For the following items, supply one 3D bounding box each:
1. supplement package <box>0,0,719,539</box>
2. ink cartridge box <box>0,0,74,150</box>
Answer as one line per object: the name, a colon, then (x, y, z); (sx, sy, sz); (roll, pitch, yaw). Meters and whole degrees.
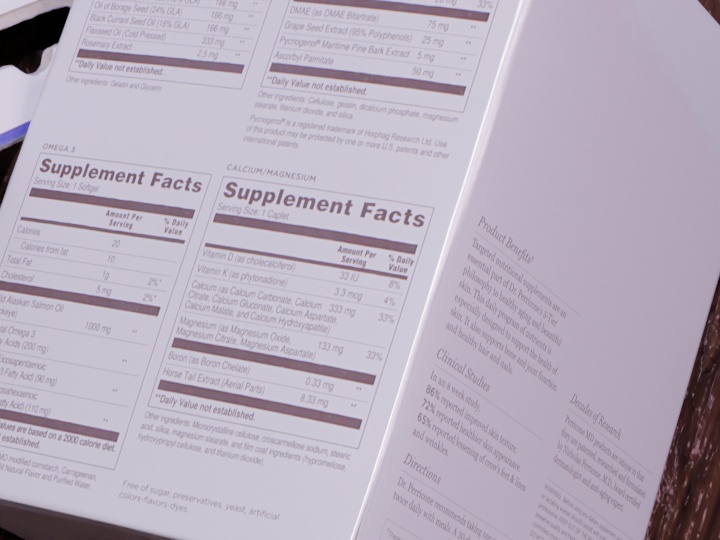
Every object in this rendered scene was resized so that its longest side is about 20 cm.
supplement package: (0.000, 0.000, 0.823); (0.152, 0.150, 0.200); (37, 67, -54)
ink cartridge box: (-0.129, -0.133, 0.811); (0.198, 0.047, 0.200); (-30, 110, -51)
